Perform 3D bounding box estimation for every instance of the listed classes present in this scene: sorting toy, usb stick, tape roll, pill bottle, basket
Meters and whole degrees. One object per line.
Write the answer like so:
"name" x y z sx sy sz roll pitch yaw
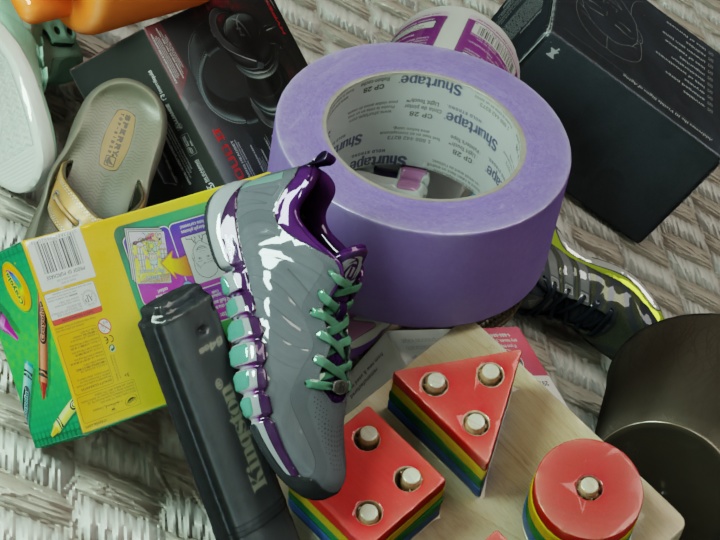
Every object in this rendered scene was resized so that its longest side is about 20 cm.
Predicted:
"sorting toy" 0.070 0.140 1.330 0.199 0.070 0.200 -38 68 -24
"usb stick" -0.079 0.107 1.274 0.055 0.033 0.201 -29 105 -43
"tape roll" 0.036 -0.060 1.441 0.199 0.085 0.201 5 42 -5
"pill bottle" 0.055 -0.116 1.646 0.112 0.112 0.200 37 31 -8
"basket" 0.243 0.127 1.567 0.179 0.137 0.200 8 20 19

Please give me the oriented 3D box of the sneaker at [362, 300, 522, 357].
"sneaker" 0.046 0.028 1.591 0.075 0.071 0.200 25 25 27

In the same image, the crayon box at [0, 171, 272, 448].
"crayon box" -0.123 0.022 1.313 0.199 0.058 0.119 -18 90 -41

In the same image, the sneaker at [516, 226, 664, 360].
"sneaker" 0.156 0.018 1.716 0.200 0.074 0.081 36 37 5

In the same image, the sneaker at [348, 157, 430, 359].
"sneaker" 0.000 0.000 1.500 0.080 0.089 0.201 15 44 3

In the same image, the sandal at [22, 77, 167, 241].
"sandal" -0.163 -0.039 1.371 0.081 0.055 0.201 22 65 -14

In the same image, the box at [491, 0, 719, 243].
"box" 0.218 -0.166 1.952 0.200 0.124 0.197 35 30 -13

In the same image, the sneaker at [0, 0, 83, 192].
"sneaker" -0.221 -0.133 1.466 0.118 0.074 0.201 9 45 -46

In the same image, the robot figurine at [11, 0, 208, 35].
"robot figurine" -0.146 -0.228 1.445 0.199 0.145 0.116 -20 33 -30

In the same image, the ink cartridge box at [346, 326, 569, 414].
"ink cartridge box" 0.089 0.141 1.458 0.144 0.084 0.200 0 51 -47

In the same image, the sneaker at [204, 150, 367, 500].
"sneaker" -0.030 0.031 1.269 0.074 0.087 0.201 5 66 -61

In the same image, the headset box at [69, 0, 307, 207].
"headset box" -0.107 -0.109 1.520 0.149 0.077 0.200 62 29 -5
